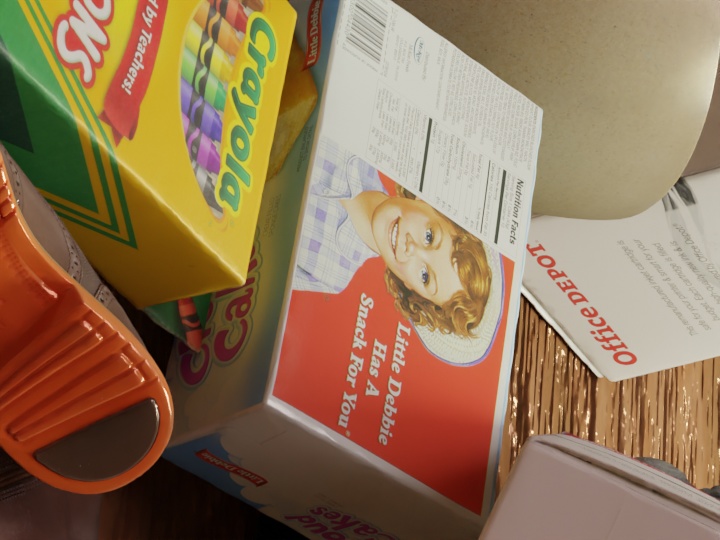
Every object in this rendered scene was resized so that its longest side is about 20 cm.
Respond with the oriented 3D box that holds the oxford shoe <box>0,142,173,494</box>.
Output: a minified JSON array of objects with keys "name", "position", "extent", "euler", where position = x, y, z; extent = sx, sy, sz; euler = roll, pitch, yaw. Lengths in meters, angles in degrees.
[{"name":"oxford shoe","position":[-0.136,-0.016,0.859],"extent":[0.200,0.071,0.073],"euler":[57,2,-25]}]

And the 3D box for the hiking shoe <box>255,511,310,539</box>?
[{"name":"hiking shoe","position":[0.001,0.083,1.105],"extent":[0.101,0.076,0.200],"euler":[-24,98,-56]}]

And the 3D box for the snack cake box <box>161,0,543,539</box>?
[{"name":"snack cake box","position":[0.000,0.000,1.036],"extent":[0.115,0.067,0.200],"euler":[34,51,-32]}]

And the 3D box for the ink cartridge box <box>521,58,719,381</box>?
[{"name":"ink cartridge box","position":[0.180,-0.033,1.326],"extent":[0.146,0.200,0.086],"euler":[46,41,-42]}]

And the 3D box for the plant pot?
[{"name":"plant pot","position":[0.051,-0.118,1.189],"extent":[0.134,0.200,0.200],"euler":[-5,81,-24]}]

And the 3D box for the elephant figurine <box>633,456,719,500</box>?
[{"name":"elephant figurine","position":[0.125,0.189,1.199],"extent":[0.200,0.155,0.142],"euler":[-66,170,-57]}]

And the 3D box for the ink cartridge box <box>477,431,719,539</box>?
[{"name":"ink cartridge box","position":[0.074,0.138,0.987],"extent":[0.147,0.083,0.200],"euler":[-65,172,-1]}]

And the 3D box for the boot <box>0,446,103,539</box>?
[{"name":"boot","position":[-0.159,0.043,0.872],"extent":[0.200,0.064,0.187],"euler":[-25,100,-62]}]

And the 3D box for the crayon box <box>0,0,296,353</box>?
[{"name":"crayon box","position":[-0.086,-0.076,0.936],"extent":[0.200,0.051,0.127],"euler":[45,42,-43]}]
